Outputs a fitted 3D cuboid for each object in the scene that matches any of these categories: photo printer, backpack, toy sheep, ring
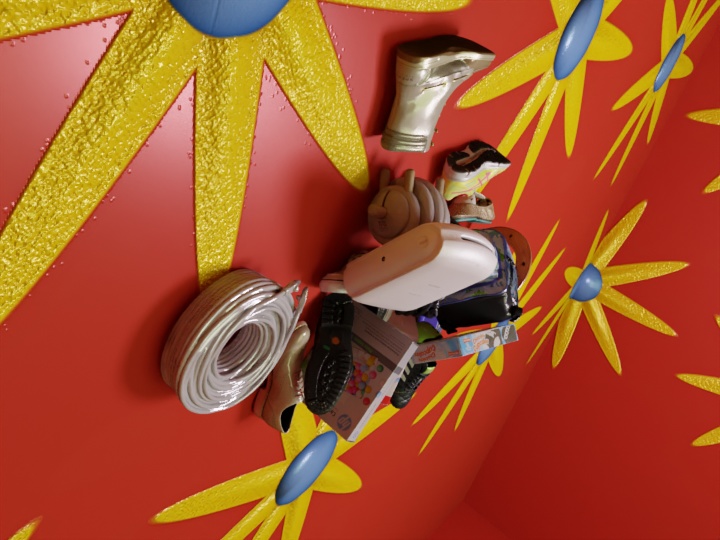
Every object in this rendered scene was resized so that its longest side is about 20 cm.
[{"bbox_3d":[0.098,-0.005,0.955,0.199,0.070,0.166,-27,154,35],"label":"photo printer"},{"bbox_3d":[0.225,0.002,1.277,0.148,0.181,0.201,60,28,-34],"label":"backpack"},{"bbox_3d":[0.075,-0.090,1.004,0.199,0.138,0.139,4,117,-46],"label":"toy sheep"},{"bbox_3d":[0.281,-0.006,1.370,0.201,0.200,0.019,-54,133,-5],"label":"ring"}]

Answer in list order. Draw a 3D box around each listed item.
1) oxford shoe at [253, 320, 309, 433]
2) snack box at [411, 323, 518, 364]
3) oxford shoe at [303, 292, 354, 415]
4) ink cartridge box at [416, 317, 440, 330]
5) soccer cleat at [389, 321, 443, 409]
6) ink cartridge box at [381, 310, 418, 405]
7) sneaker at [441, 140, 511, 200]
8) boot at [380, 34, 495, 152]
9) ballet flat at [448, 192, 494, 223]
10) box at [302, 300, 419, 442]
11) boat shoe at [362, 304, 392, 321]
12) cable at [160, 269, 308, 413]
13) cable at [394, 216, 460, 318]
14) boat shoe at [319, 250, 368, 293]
[{"bbox_3d":[-0.112,0.176,1.030,0.071,0.074,0.202,-17,134,-51],"label":"oxford shoe"},{"bbox_3d":[0.200,0.139,1.196,0.199,0.116,0.037,-5,80,-47],"label":"snack box"},{"bbox_3d":[-0.050,0.144,1.035,0.085,0.072,0.202,116,-11,-63],"label":"oxford shoe"},{"bbox_3d":[0.148,0.150,1.405,0.200,0.043,0.200,-27,135,-69],"label":"ink cartridge box"},{"bbox_3d":[0.111,0.203,1.288,0.067,0.081,0.202,5,108,-38],"label":"soccer cleat"},{"bbox_3d":[0.045,0.181,1.257,0.116,0.067,0.201,-90,-159,-68],"label":"ink cartridge box"},{"bbox_3d":[0.210,-0.186,1.195,0.199,0.078,0.091,-21,145,-42],"label":"sneaker"},{"bbox_3d":[0.113,-0.261,0.934,0.199,0.072,0.156,-24,139,-41],"label":"boot"},{"bbox_3d":[0.223,-0.131,1.297,0.199,0.070,0.066,-6,98,-61],"label":"ballet flat"},{"bbox_3d":[-0.016,0.169,1.097,0.201,0.155,0.041,-55,151,-1],"label":"box"},{"bbox_3d":[-0.008,0.127,1.167,0.201,0.070,0.066,-57,146,-1],"label":"boat shoe"},{"bbox_3d":[-0.174,0.095,0.841,0.199,0.069,0.201,-13,131,-54],"label":"cable"},{"bbox_3d":[0.115,-0.013,1.122,0.050,0.163,0.202,17,80,-28],"label":"cable"},{"bbox_3d":[0.000,0.000,1.054,0.199,0.073,0.068,-5,96,-57],"label":"boat shoe"}]
